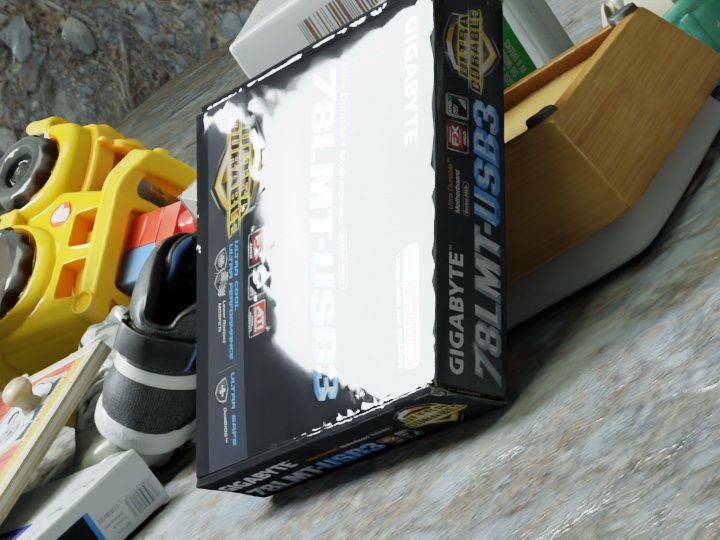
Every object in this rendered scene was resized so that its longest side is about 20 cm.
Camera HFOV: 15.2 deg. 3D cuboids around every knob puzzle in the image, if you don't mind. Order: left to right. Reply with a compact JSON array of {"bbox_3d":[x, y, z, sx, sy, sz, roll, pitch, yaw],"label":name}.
[{"bbox_3d":[-0.246,0.126,1.570,0.219,0.030,0.220,-41,17,16],"label":"knob puzzle"}]

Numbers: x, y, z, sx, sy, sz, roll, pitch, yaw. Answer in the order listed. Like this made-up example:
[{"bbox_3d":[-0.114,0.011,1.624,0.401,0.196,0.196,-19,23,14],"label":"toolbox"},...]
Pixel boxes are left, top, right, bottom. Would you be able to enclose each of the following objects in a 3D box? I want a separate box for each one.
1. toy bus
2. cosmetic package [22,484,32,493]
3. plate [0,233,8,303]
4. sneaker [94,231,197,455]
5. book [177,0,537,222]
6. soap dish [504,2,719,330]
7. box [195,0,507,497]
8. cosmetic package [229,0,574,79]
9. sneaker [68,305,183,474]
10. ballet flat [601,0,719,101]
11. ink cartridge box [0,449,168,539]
[{"bbox_3d":[-0.154,-0.017,1.795,0.191,0.135,0.201,-21,47,41],"label":"toy bus"},{"bbox_3d":[-0.294,0.192,1.678,0.082,0.051,0.200,-26,14,46],"label":"cosmetic package"},{"bbox_3d":[-0.289,0.097,1.699,0.200,0.032,0.200,-51,9,41],"label":"plate"},{"bbox_3d":[-0.083,0.016,1.557,0.200,0.073,0.112,-55,-14,-59],"label":"sneaker"},{"bbox_3d":[0.015,-0.056,1.450,0.200,0.134,0.048,-47,30,-19],"label":"book"},{"bbox_3d":[0.090,-0.046,1.347,0.157,0.081,0.200,-31,10,31],"label":"soap dish"},{"bbox_3d":[-0.008,-0.011,1.267,0.198,0.049,0.201,-25,60,52],"label":"box"},{"bbox_3d":[0.035,-0.142,1.759,0.167,0.167,0.200,-34,10,12],"label":"cosmetic package"},{"bbox_3d":[-0.146,0.079,1.608,0.075,0.081,0.200,-33,11,10],"label":"sneaker"},{"bbox_3d":[0.172,-0.136,1.521,0.067,0.071,0.200,-37,9,-3],"label":"ballet flat"},{"bbox_3d":[-0.196,0.161,1.515,0.099,0.039,0.200,-44,13,-35],"label":"ink cartridge box"}]
